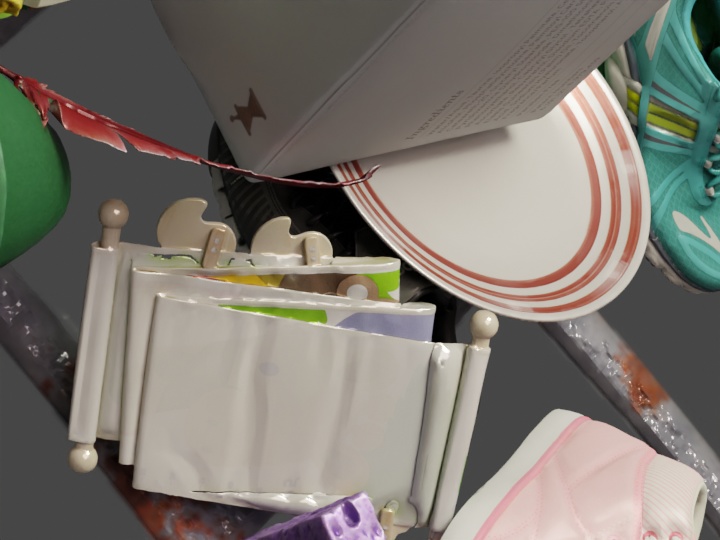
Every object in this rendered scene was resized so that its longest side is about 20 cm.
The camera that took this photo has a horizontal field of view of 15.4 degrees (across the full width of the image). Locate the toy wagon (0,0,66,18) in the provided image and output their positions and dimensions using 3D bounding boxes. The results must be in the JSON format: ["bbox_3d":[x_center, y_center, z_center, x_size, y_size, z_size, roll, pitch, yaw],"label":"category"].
[{"bbox_3d":[-0.156,-0.156,1.079,0.154,0.040,0.201,17,38,-16],"label":"toy wagon"}]

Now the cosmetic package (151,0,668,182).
[{"bbox_3d":[0.025,-0.163,1.187,0.199,0.166,0.168,-15,71,-42],"label":"cosmetic package"}]

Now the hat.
[{"bbox_3d":[-0.144,-0.054,1.147,0.175,0.166,0.200,-15,63,-48],"label":"hat"}]

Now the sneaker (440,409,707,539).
[{"bbox_3d":[0.098,0.143,1.233,0.104,0.076,0.200,20,40,21],"label":"sneaker"}]

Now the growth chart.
[{"bbox_3d":[-0.035,0.048,1.187,0.199,0.018,0.146,15,104,-12],"label":"growth chart"}]

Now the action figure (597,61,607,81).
[{"bbox_3d":[0.046,-0.158,1.355,0.199,0.055,0.119,22,65,-29],"label":"action figure"}]

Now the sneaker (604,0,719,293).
[{"bbox_3d":[0.173,-0.079,1.370,0.077,0.079,0.201,-33,119,-43],"label":"sneaker"}]

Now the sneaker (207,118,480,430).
[{"bbox_3d":[0.000,0.000,1.248,0.066,0.090,0.201,-26,88,-37],"label":"sneaker"}]

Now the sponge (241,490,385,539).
[{"bbox_3d":[0.006,0.203,1.168,0.030,0.111,0.201,-23,87,-37],"label":"sponge"}]

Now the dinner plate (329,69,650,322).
[{"bbox_3d":[0.054,-0.061,1.273,0.199,0.024,0.201,20,49,-25],"label":"dinner plate"}]
